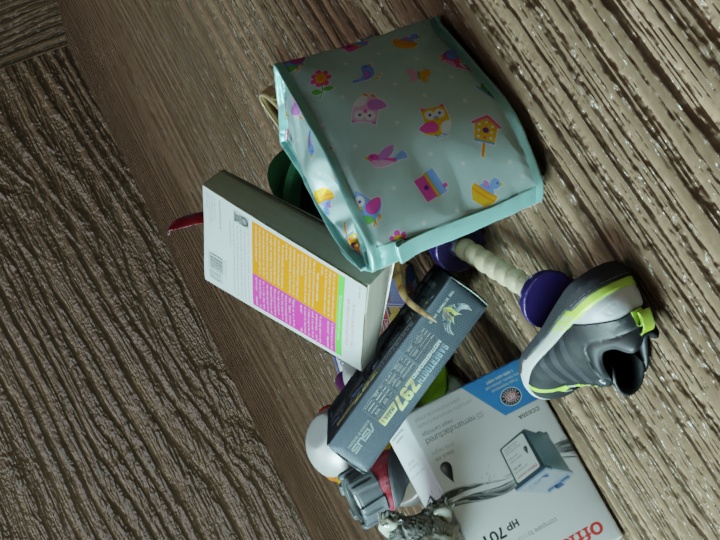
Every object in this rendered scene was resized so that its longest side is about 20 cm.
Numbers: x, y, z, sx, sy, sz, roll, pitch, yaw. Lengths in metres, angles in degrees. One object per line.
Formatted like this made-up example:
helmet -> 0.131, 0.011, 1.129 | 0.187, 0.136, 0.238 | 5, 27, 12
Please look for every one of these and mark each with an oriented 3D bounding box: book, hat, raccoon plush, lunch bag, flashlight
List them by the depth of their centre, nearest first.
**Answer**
lunch bag -> 0.038, -0.098, 0.898 | 0.122, 0.169, 0.201 | 91, 153, -54
raccoon plush -> 0.048, 0.279, 1.030 | 0.200, 0.096, 0.135 | 169, 86, -72
book -> -0.069, 0.003, 1.040 | 0.199, 0.048, 0.134 | 29, 139, 19
hat -> -0.071, -0.104, 1.133 | 0.176, 0.199, 0.167 | 24, 114, 45
flashlight -> 0.074, 0.205, 1.164 | 0.068, 0.199, 0.068 | 28, 139, 63

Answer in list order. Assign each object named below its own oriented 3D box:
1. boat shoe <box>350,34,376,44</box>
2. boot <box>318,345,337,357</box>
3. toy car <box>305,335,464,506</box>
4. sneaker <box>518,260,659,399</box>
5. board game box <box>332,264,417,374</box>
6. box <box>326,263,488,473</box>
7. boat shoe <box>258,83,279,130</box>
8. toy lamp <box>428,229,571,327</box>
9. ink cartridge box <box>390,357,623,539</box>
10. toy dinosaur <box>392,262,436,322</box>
boat shoe -> -0.017, -0.160, 1.147 | 0.075, 0.086, 0.202 | 59, 162, 24
boot -> 0.000, -0.002, 1.192 | 0.212, 0.157, 0.080 | 56, 150, 41
toy car -> 0.019, 0.169, 1.257 | 0.174, 0.201, 0.150 | 31, 175, -32
sneaker -> 0.184, 0.073, 0.855 | 0.083, 0.071, 0.200 | 57, 162, 24
board game box -> 0.021, 0.085, 1.336 | 0.134, 0.034, 0.201 | 3, 122, 31
box -> 0.042, 0.091, 1.063 | 0.051, 0.201, 0.158 | 35, -177, -3
boat shoe -> -0.068, -0.152, 1.356 | 0.201, 0.069, 0.074 | 63, 164, 13
toy lamp -> 0.118, -0.008, 0.984 | 0.200, 0.058, 0.059 | 34, 145, 58
ink cartridge box -> 0.140, 0.212, 1.058 | 0.201, 0.146, 0.086 | 61, 161, 17
toy dinosaur -> 0.036, -0.031, 1.030 | 0.106, 0.060, 0.201 | 129, 150, -62
